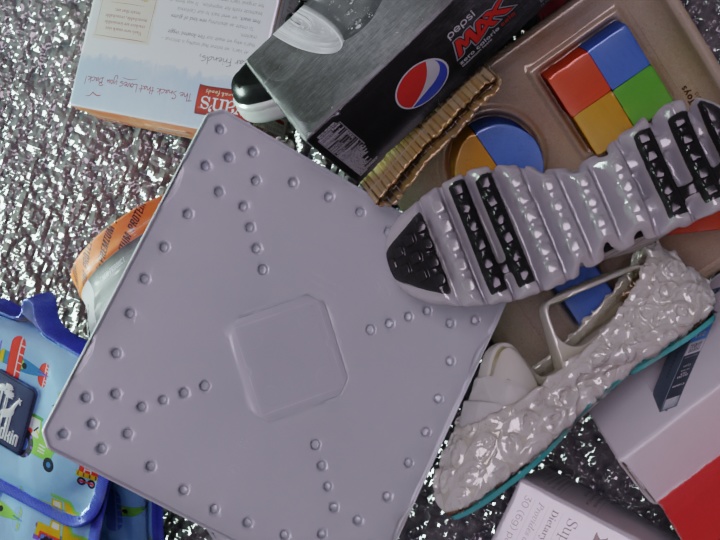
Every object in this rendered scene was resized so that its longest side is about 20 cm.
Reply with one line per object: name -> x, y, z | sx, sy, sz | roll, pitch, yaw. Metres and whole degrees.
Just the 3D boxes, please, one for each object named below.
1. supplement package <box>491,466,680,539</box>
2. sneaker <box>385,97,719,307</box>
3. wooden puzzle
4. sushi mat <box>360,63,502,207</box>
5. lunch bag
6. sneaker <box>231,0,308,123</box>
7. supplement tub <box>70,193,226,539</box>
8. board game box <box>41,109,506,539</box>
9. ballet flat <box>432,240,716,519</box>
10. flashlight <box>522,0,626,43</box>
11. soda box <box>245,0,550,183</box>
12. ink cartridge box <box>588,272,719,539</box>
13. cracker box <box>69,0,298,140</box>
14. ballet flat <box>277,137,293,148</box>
supplement package -> 0.159, 0.210, 0.822 | 0.199, 0.120, 0.122 | 26, 91, 14
sneaker -> 0.112, -0.026, 0.797 | 0.198, 0.081, 0.076 | -17, 79, 7
wooden puzzle -> 0.132, -0.049, 0.854 | 0.199, 0.046, 0.186 | -34, 104, 10
sushi mat -> 0.016, -0.108, 0.867 | 0.096, 0.200, 0.012 | -46, 118, 8
lunch bag -> -0.190, 0.104, 0.876 | 0.150, 0.094, 0.202 | 22, 117, 26
sneaker -> -0.008, -0.178, 0.838 | 0.199, 0.073, 0.112 | -32, 120, 4
supplement tub -> -0.084, 0.059, 0.892 | 0.122, 0.122, 0.201 | -38, 78, 8
board game box -> -0.041, 0.047, 0.803 | 0.199, 0.026, 0.201 | 29, 79, -13
ballet flat -> 0.107, 0.053, 0.818 | 0.199, 0.072, 0.072 | -36, 78, -11
flashlight -> 0.086, -0.205, 0.908 | 0.068, 0.068, 0.200 | -47, 72, 18
soda box -> 0.039, -0.145, 0.775 | 0.200, 0.063, 0.071 | -42, 60, 8
ink cartridge box -> 0.228, 0.056, 0.797 | 0.200, 0.176, 0.045 | -39, 113, 7
cracker box -> -0.097, -0.186, 0.943 | 0.133, 0.058, 0.202 | 13, 87, 21
ballet flat -> 0.000, 0.000, 0.865 | 0.200, 0.072, 0.072 | 41, 95, -13
